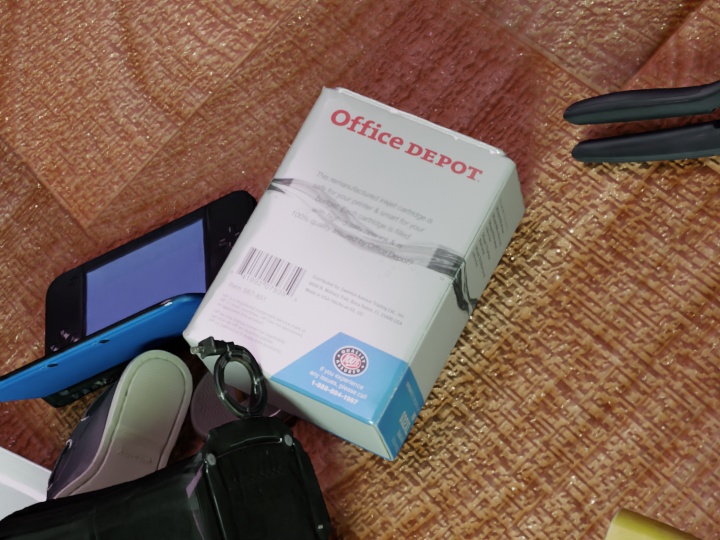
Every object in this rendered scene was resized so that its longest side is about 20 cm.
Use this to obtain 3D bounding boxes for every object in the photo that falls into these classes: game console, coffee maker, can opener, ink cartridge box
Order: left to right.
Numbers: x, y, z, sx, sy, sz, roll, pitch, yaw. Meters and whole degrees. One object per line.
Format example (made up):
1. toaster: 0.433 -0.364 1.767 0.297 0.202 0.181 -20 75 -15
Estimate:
1. game console: -0.181 0.017 1.354 0.200 0.118 0.171 -24 49 20
2. coffee maker: -0.127 0.168 1.174 0.200 0.135 0.193 -19 60 35
3. ink cartridge box: 0.000 0.000 1.211 0.145 0.084 0.200 23 74 20
4. can opener: 0.223 -0.099 1.192 0.200 0.079 0.064 -12 92 33

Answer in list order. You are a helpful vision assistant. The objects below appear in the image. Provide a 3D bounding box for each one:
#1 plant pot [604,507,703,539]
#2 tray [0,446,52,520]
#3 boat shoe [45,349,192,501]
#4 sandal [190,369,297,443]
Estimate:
1. plant pot: 0.195 0.257 0.873 0.176 0.200 0.200 12 67 28
2. tray: -0.307 0.167 1.346 0.200 0.022 0.108 23 59 13
3. boat shoe: -0.184 0.150 1.303 0.066 0.074 0.200 -9 59 66
4. sandal: -0.039 0.050 1.270 0.200 0.055 0.082 -29 49 15
